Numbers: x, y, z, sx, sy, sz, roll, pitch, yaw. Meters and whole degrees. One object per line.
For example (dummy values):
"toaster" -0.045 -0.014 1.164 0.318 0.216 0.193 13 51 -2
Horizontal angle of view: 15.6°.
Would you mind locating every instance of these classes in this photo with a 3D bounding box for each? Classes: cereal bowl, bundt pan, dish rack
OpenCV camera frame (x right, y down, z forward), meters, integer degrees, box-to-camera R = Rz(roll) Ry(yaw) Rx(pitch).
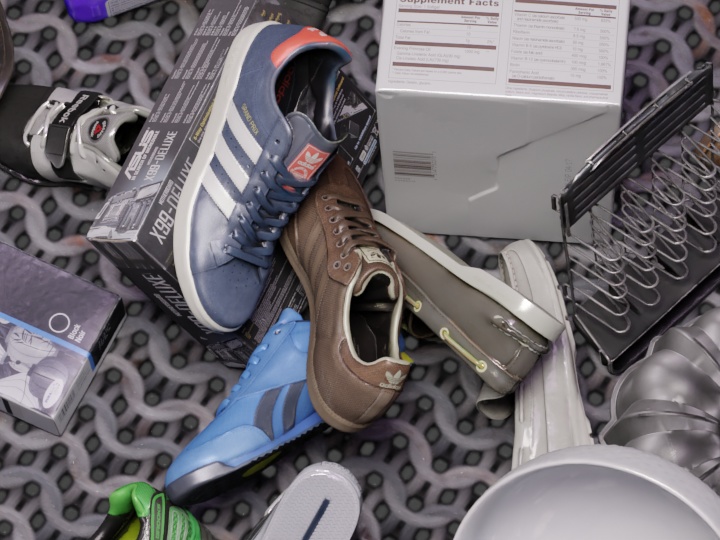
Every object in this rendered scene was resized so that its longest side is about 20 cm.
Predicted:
"cereal bowl" 0.157 0.196 1.604 0.199 0.083 0.201 7 106 24
"bundt pan" 0.253 0.108 1.666 0.201 0.076 0.203 0 70 1
"dish rack" 0.191 -0.037 1.676 0.153 0.200 0.055 -42 63 -15

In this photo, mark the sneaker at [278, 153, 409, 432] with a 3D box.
"sneaker" 0.000 0.000 1.658 0.070 0.076 0.201 9 58 -34

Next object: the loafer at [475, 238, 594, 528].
"loafer" 0.108 0.073 1.699 0.069 0.070 0.201 -9 62 0

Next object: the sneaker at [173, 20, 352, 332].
"sneaker" -0.055 -0.059 1.639 0.084 0.075 0.201 5 81 41

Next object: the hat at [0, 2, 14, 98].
"hat" -0.336 -0.132 1.804 0.199 0.081 0.202 2 65 -5

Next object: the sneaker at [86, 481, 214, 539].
"sneaker" -0.177 0.217 1.629 0.078 0.085 0.200 4 52 50

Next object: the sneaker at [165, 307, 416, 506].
"sneaker" -0.058 0.079 1.682 0.200 0.066 0.079 -32 84 -30

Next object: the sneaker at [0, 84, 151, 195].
"sneaker" -0.177 -0.091 1.775 0.199 0.089 0.074 19 70 12

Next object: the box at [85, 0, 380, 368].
"box" -0.076 -0.060 1.717 0.050 0.158 0.201 5 62 42

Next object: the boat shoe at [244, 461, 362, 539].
"boat shoe" -0.059 0.209 1.648 0.072 0.071 0.200 37 92 3

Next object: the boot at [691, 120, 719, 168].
"boot" 0.320 -0.102 1.771 0.199 0.074 0.076 -23 77 -10

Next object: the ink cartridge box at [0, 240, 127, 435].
"ink cartridge box" -0.265 0.025 1.753 0.199 0.039 0.100 22 70 12

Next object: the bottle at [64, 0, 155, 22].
"bottle" -0.123 -0.242 1.850 0.199 0.065 0.084 -21 66 -7

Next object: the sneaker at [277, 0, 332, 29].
"sneaker" -0.060 -0.231 1.803 0.060 0.199 0.105 34 97 54

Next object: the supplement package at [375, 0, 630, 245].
"supplement package" 0.093 -0.112 1.709 0.155 0.200 0.111 4 65 5

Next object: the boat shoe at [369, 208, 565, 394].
"boat shoe" 0.050 0.017 1.697 0.201 0.072 0.060 33 91 50
